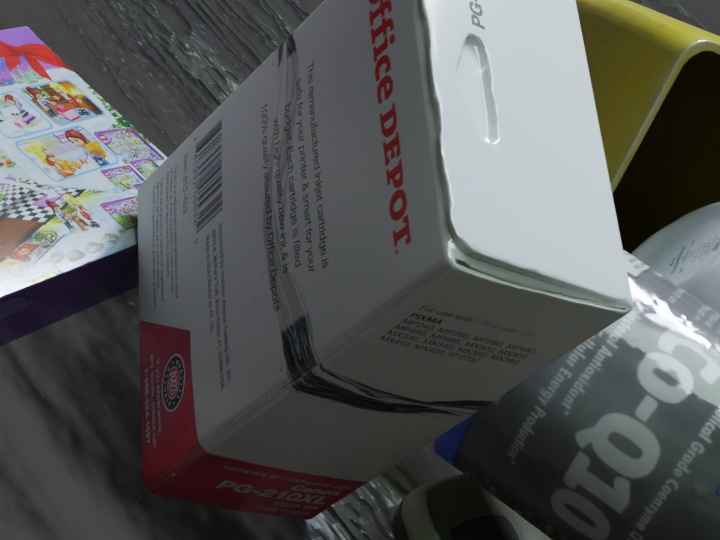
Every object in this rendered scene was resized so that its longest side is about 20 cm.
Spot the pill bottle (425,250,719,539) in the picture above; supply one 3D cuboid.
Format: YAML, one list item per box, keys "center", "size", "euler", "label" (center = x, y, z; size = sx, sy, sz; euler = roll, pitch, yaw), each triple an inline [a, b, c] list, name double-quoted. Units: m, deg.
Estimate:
- center: [0.131, 0.077, 0.642]
  size: [0.200, 0.114, 0.114]
  euler: [35, 28, 15]
  label: "pill bottle"

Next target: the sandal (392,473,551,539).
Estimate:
- center: [0.093, 0.102, 0.725]
  size: [0.080, 0.057, 0.201]
  euler: [47, 29, 20]
  label: "sandal"

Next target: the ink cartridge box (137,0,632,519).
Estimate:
- center: [-0.002, -0.011, 0.612]
  size: [0.084, 0.200, 0.145]
  euler: [15, 54, -32]
  label: "ink cartridge box"

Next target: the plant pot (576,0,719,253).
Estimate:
- center: [0.152, -0.054, 0.901]
  size: [0.200, 0.200, 0.176]
  euler: [12, 25, -36]
  label: "plant pot"

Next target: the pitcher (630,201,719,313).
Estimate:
- center: [0.215, 0.055, 0.806]
  size: [0.200, 0.121, 0.172]
  euler: [54, 37, -15]
  label: "pitcher"

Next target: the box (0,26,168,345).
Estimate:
- center: [-0.165, -0.036, 0.679]
  size: [0.137, 0.039, 0.200]
  euler: [43, 30, 12]
  label: "box"
